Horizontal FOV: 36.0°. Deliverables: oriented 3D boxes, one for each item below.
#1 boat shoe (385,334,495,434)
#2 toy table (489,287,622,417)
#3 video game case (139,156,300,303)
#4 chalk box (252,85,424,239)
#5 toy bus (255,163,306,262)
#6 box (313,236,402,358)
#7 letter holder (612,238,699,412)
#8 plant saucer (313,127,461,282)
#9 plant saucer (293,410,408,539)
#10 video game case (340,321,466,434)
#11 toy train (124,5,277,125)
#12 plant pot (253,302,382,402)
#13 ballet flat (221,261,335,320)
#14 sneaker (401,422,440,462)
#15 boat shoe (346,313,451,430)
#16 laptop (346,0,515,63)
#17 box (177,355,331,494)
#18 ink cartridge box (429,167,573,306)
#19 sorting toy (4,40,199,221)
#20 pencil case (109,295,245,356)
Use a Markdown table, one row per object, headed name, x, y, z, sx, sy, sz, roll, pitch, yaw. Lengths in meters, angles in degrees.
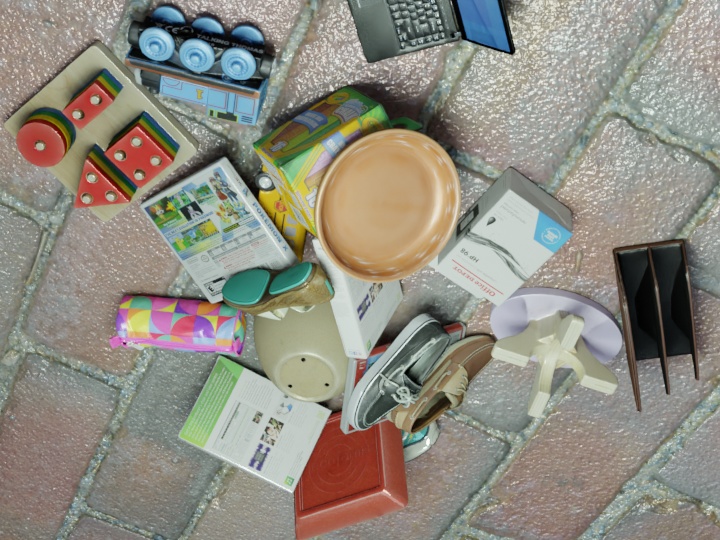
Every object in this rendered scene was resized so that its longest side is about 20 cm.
| name | x | y | z | sx | sy | sz | roll | pitch | yaw |
| --- | --- | --- | --- | --- | --- | --- | --- | --- | --- |
| boat shoe | 0.131 | 0.175 | 1.657 | 0.200 | 0.072 | 0.076 | -38 | 136 | -7 |
| toy table | 0.285 | 0.111 | 1.610 | 0.199 | 0.117 | 0.185 | 7 | 124 | 4 |
| video game case | -0.200 | -0.051 | 1.561 | 0.200 | 0.022 | 0.183 | -20 | 111 | 44 |
| chalk box | -0.015 | -0.153 | 1.444 | 0.200 | 0.124 | 0.124 | -34 | 119 | -9 |
| toy bus | -0.112 | -0.077 | 1.563 | 0.078 | 0.065 | 0.201 | 11 | 125 | 0 |
| box | 0.000 | 0.000 | 1.544 | 0.036 | 0.144 | 0.201 | 4 | 127 | 26 |
| letter holder | 0.420 | 0.082 | 1.556 | 0.100 | 0.142 | 0.201 | -8 | 122 | 13 |
| plant saucer | 0.031 | -0.084 | 1.399 | 0.199 | 0.037 | 0.201 | -9 | 113 | -21 |
| plant saucer | -0.028 | 0.298 | 1.726 | 0.199 | 0.201 | 0.037 | -22 | 139 | 21 |
| video game case | 0.064 | 0.160 | 1.661 | 0.199 | 0.017 | 0.144 | -15 | 130 | -29 |
| toy train | -0.208 | -0.265 | 1.440 | 0.199 | 0.087 | 0.115 | 13 | 131 | -2 |
| plant pot | -0.072 | 0.117 | 1.650 | 0.199 | 0.135 | 0.201 | 4 | 124 | 6 |
| ballet flat | -0.107 | 0.033 | 1.504 | 0.199 | 0.068 | 0.072 | -13 | 134 | 44 |
| sneaker | 0.037 | 0.282 | 1.798 | 0.200 | 0.078 | 0.080 | -36 | 94 | 22 |
| boat shoe | 0.059 | 0.159 | 1.591 | 0.200 | 0.068 | 0.074 | -50 | 138 | 5 |
| laptop | 0.072 | -0.335 | 1.342 | 0.199 | 0.103 | 0.178 | -11 | 121 | 15 |
| box | -0.164 | 0.240 | 1.729 | 0.199 | 0.145 | 0.036 | 27 | 161 | 0 |
| ink cartridge box | 0.189 | -0.032 | 1.554 | 0.116 | 0.067 | 0.200 | 32 | 122 | -15 |
| sorting toy | -0.364 | -0.174 | 1.528 | 0.198 | 0.070 | 0.200 | -33 | 115 | 26 |
| pencil case | -0.274 | 0.087 | 1.687 | 0.199 | 0.089 | 0.089 | 2 | 124 | 5 |
